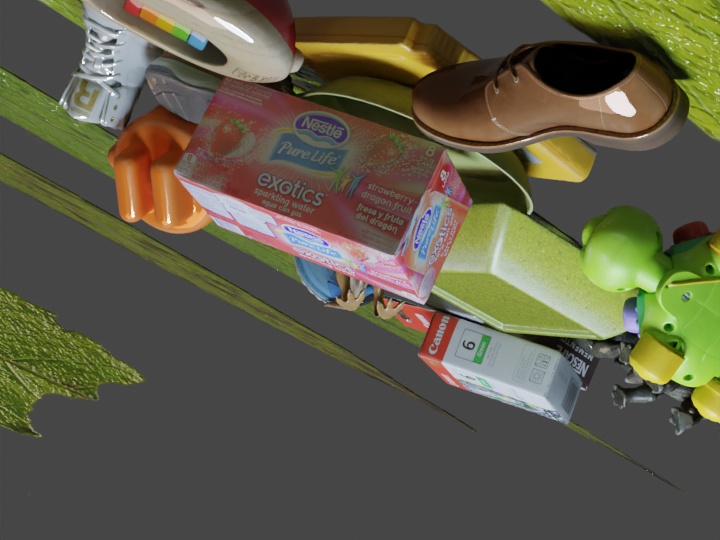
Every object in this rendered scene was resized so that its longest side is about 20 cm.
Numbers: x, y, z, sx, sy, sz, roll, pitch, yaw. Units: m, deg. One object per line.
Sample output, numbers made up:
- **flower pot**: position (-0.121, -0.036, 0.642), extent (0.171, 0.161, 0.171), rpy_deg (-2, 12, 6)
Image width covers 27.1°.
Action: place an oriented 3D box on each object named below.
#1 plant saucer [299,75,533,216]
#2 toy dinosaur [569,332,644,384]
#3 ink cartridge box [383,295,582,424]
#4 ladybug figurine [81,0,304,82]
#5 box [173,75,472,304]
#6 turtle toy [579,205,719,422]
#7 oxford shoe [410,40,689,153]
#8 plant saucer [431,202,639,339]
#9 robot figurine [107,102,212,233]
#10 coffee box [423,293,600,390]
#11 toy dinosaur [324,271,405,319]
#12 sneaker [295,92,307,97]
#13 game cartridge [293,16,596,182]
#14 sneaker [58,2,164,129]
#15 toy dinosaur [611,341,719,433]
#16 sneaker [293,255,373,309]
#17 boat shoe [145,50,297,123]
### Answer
- **plant saucer**: position (0.047, -0.099, 1.156), extent (0.199, 0.031, 0.200), rpy_deg (24, 170, 4)
- **toy dinosaur**: position (0.232, 0.057, 1.431), extent (0.199, 0.078, 0.102), rpy_deg (15, -179, -41)
- **ink cartridge box**: position (0.107, 0.085, 1.446), extent (0.199, 0.051, 0.109), rpy_deg (17, 168, 24)
- **ladybug figurine**: position (-0.127, -0.202, 1.072), extent (0.199, 0.072, 0.136), rpy_deg (27, 170, -14)
- **box**: position (-0.028, -0.064, 1.147), extent (0.199, 0.095, 0.103), rpy_deg (20, 166, 24)
- **turtle toy**: position (0.259, 0.018, 1.180), extent (0.199, 0.146, 0.101), rpy_deg (30, -170, -28)
- **oxford shoe**: position (0.108, -0.121, 0.959), extent (0.199, 0.072, 0.071), rpy_deg (2, 154, 38)
- **plant saucer**: position (0.123, 0.008, 1.272), extent (0.199, 0.048, 0.199), rpy_deg (28, 166, -31)
- **robot figurine**: position (-0.148, -0.108, 1.378), extent (0.144, 0.200, 0.117), rpy_deg (-32, 99, 36)
- **coffee box**: position (0.165, 0.027, 1.489), extent (0.080, 0.114, 0.200), rpy_deg (14, 165, 47)
- **toy dinosaur**: position (0.000, 0.000, 1.311), extent (0.060, 0.107, 0.201), rpy_deg (-7, 138, -6)
- **sneaker**: position (0.017, -0.091, 1.315), extent (0.199, 0.079, 0.079), rpy_deg (26, 178, 17)
- **game cartridge**: position (0.056, -0.130, 1.136), extent (0.199, 0.033, 0.176), rpy_deg (30, 169, -36)
- **sneaker**: position (-0.215, -0.183, 1.284), extent (0.073, 0.116, 0.200), rpy_deg (25, 170, 7)
- **toy dinosaur**: position (0.284, 0.094, 1.280), extent (0.102, 0.078, 0.200), rpy_deg (-14, -160, -28)
- **sneaker**: position (-0.038, -0.055, 1.429), extent (0.090, 0.078, 0.201), rpy_deg (93, 154, -66)
- **boat shoe**: position (-0.087, -0.150, 1.276), extent (0.199, 0.072, 0.076), rpy_deg (27, 154, 13)
